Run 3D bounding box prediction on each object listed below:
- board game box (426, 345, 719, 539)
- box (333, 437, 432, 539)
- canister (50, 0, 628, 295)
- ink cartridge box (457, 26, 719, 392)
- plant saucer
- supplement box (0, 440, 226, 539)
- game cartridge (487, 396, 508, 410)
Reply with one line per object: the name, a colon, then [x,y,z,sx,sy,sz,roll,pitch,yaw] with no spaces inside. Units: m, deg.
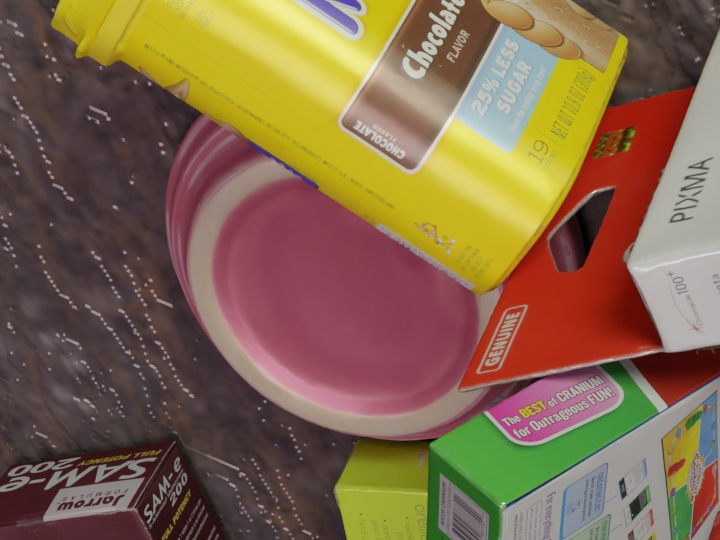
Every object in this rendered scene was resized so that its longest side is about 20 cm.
board game box: [0.112,0.087,0.920,0.040,0.199,0.154,39,143,36]
box: [0.095,0.142,1.139,0.198,0.048,0.123,2,124,20]
canister: [-0.002,-0.095,0.954,0.199,0.149,0.087,33,129,-5]
ink cartridge box: [0.131,-0.042,0.898,0.172,0.200,0.044,-11,119,28]
plant saucer: [0.000,0.000,1.079,0.199,0.051,0.202,11,126,16]
supplement box: [-0.109,0.190,1.249,0.108,0.061,0.201,-10,119,27]
game cartridge: [0.109,0.156,1.090,0.132,0.041,0.201,17,126,15]
